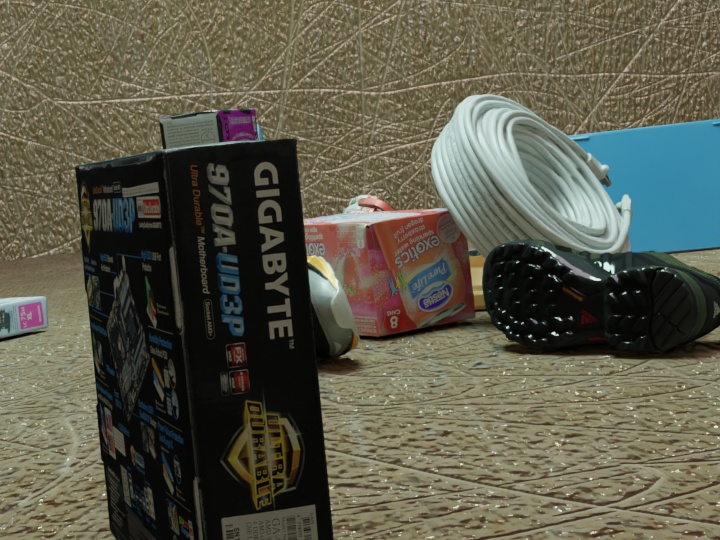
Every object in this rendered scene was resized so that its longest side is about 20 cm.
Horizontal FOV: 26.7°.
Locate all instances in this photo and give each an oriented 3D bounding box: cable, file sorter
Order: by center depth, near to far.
[{"bbox_3d":[0.143,-0.059,1.267,0.069,0.200,0.200,-42,18,28],"label":"cable"},{"bbox_3d":[0.335,-0.091,1.730,0.198,0.140,0.123,-6,1,9],"label":"file sorter"}]

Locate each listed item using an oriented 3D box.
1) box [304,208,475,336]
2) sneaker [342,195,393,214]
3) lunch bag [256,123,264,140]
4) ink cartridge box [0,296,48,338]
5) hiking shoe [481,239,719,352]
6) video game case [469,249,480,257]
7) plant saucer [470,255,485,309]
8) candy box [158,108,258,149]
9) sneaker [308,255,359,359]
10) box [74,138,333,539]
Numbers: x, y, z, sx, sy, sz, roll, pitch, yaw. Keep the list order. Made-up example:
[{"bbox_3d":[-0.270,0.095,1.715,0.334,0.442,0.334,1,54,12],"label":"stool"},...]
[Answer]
[{"bbox_3d":[0.000,0.000,1.308,0.102,0.096,0.200,-9,5,-31],"label":"box"},{"bbox_3d":[-0.004,-0.029,1.556,0.108,0.067,0.201,-49,7,-5],"label":"sneaker"},{"bbox_3d":[-0.156,-0.077,1.817,0.082,0.202,0.161,0,5,-7],"label":"lunch bag"},{"bbox_3d":[-0.427,0.058,1.534,0.119,0.042,0.200,-3,3,31],"label":"ink cartridge box"},{"bbox_3d":[0.172,0.021,1.053,0.100,0.076,0.199,1,8,-40],"label":"hiking shoe"},{"bbox_3d":[0.101,-0.004,1.679,0.180,0.024,0.200,-6,4,6],"label":"video game case"},{"bbox_3d":[0.153,0.005,1.413,0.198,0.038,0.200,-6,4,0],"label":"plant saucer"},{"bbox_3d":[-0.128,-0.048,1.414,0.060,0.202,0.136,-6,6,11],"label":"candy box"},{"bbox_3d":[-0.070,0.039,1.139,0.077,0.079,0.200,-25,10,-30],"label":"sneaker"},{"bbox_3d":[-0.064,0.036,0.560,0.046,0.160,0.200,-6,4,-18],"label":"box"}]
